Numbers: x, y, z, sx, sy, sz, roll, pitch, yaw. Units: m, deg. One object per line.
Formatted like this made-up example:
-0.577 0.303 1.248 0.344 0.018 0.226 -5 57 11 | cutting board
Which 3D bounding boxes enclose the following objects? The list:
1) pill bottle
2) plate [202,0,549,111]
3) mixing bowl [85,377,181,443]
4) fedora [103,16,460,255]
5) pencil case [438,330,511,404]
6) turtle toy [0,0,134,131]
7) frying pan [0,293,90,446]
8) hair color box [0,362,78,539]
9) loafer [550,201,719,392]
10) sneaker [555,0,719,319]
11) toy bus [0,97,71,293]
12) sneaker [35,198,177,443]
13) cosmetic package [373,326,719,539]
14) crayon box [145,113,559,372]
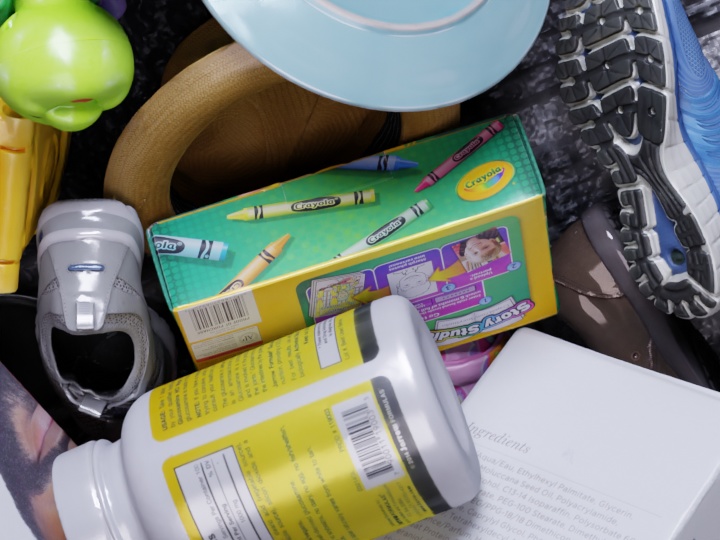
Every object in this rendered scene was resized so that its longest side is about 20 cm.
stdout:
-0.049 0.097 1.228 0.200 0.112 0.113 -21 115 7 | pill bottle
0.005 -0.170 1.179 0.200 0.201 0.026 20 150 -12 | plate
-0.075 0.170 1.378 0.200 0.108 0.201 -1 116 -1 | mixing bowl
-0.047 -0.083 1.252 0.200 0.082 0.201 -14 148 -9 | fedora
0.052 0.118 1.373 0.087 0.087 0.200 -7 117 1 | pencil case
-0.165 -0.150 1.178 0.145 0.200 0.101 -7 131 -24 | turtle toy
-0.198 0.090 1.375 0.115 0.031 0.190 4 122 -4 | frying pan
-0.207 0.113 1.254 0.064 0.111 0.200 -17 123 39 | hair color box
0.159 0.056 1.360 0.071 0.073 0.200 -28 105 16 | loafer
0.169 -0.080 1.292 0.078 0.089 0.200 -5 106 47 | sneaker
-0.251 -0.055 1.215 0.200 0.192 0.136 8 117 -5 | toy bus
-0.141 0.047 1.267 0.075 0.082 0.200 -2 147 4 | sneaker
0.118 0.169 1.275 0.200 0.165 0.165 -52 136 -20 | cosmetic package
0.000 0.000 1.265 0.200 0.058 0.119 -17 148 -2 | crayon box
